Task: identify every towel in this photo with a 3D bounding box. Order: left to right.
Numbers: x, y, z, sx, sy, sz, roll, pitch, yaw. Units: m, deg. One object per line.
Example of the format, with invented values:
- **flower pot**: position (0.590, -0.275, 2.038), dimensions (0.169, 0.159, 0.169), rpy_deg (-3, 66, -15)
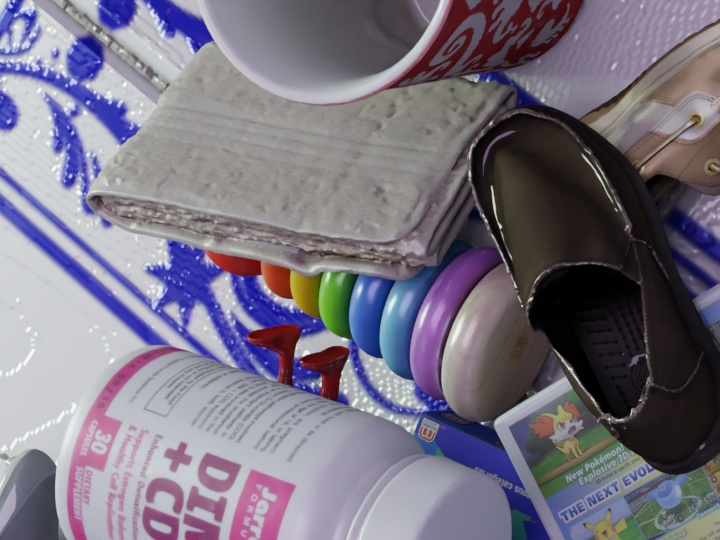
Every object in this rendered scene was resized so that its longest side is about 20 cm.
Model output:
- **towel**: position (-0.026, -0.058, 1.210), dimensions (0.199, 0.133, 0.035), rpy_deg (12, 138, 27)

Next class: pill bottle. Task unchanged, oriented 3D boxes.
- **pill bottle**: position (-0.036, 0.113, 1.115), dimensions (0.199, 0.113, 0.114), rpy_deg (16, 95, 33)

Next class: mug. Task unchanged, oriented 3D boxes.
- **mug**: position (0.043, -0.155, 1.121), dimensions (0.177, 0.200, 0.134), rpy_deg (-25, 83, 26)

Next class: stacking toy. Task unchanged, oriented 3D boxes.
- **stacking toy**: position (0.000, 0.000, 1.214), dimensions (0.199, 0.085, 0.086), rpy_deg (26, 99, 29)

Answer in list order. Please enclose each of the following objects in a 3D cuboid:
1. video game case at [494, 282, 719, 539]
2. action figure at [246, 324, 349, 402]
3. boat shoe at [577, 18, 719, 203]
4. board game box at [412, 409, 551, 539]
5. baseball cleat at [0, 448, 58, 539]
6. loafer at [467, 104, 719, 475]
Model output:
- **video game case**: position (0.181, 0.102, 1.084), dimensions (0.199, 0.022, 0.183), rpy_deg (-33, 75, 23)
- **action figure**: position (-0.045, 0.133, 1.225), dimensions (0.065, 0.052, 0.202), rpy_deg (18, 112, 37)
- **boat shoe**: position (0.157, -0.065, 1.146), dimensions (0.200, 0.074, 0.067), rpy_deg (-36, 77, 30)
- **board game box**: position (0.067, 0.191, 1.187), dimensions (0.151, 0.045, 0.201), rpy_deg (23, 99, 24)
- **baseball cleat**: position (-0.173, 0.201, 1.296), dimensions (0.106, 0.070, 0.202), rpy_deg (19, 105, 18)
- **loafer**: position (0.104, -0.002, 1.082), dimensions (0.073, 0.071, 0.201), rpy_deg (-41, 58, 18)
